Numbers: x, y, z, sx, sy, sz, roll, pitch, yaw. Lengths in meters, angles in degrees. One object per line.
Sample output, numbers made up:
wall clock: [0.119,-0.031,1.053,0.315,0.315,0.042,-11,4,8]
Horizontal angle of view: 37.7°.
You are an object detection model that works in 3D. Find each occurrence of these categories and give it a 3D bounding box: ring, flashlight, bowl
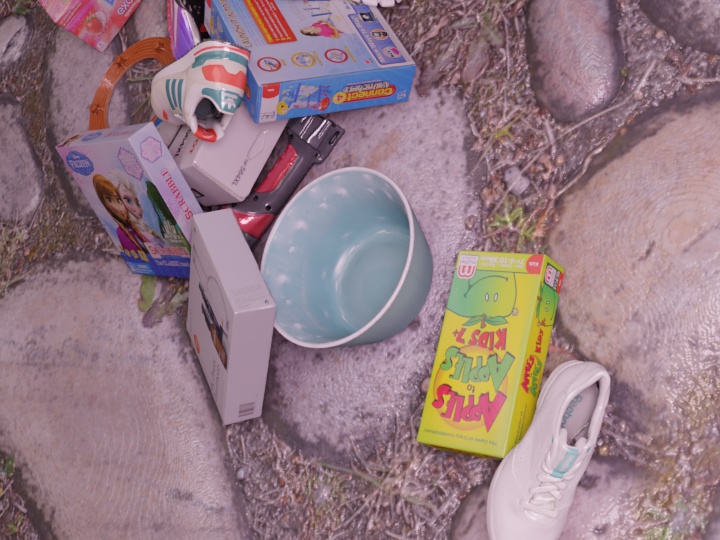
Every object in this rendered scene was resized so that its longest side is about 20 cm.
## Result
ring: [-0.337,-0.259,1.567,0.200,0.019,0.202,-15,64,32]
flashlight: [-0.109,-0.114,1.302,0.200,0.068,0.068,-55,47,7]
bowl: [0.000,0.000,1.146,0.200,0.105,0.202,-16,63,32]

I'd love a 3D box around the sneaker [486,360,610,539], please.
sneaker: [0.171,0.174,0.942,0.075,0.088,0.201,21,83,-4]

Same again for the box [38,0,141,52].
box: [-0.395,-0.459,1.639,0.200,0.102,0.095,-49,50,9]

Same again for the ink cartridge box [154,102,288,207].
ink cartridge box: [-0.193,-0.160,1.326,0.200,0.084,0.147,-3,56,54]

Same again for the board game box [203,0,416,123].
board game box: [-0.064,-0.270,1.257,0.056,0.195,0.201,102,149,-46]

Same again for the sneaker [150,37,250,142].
sneaker: [-0.189,-0.186,1.196,0.199,0.070,0.094,-20,63,54]

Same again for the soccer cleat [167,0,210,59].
soccer cleat: [-0.240,-0.335,1.452,0.073,0.068,0.201,-18,92,33]

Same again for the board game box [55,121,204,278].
board game box: [-0.272,-0.083,1.313,0.199,0.200,0.041,2,37,50]

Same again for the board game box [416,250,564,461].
board game box: [0.130,0.083,1.050,0.101,0.048,0.201,4,74,38]

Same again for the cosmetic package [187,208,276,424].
cosmetic package: [-0.151,0.054,1.197,0.201,0.051,0.151,102,150,-45]

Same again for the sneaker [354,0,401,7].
sneaker: [-0.039,-0.375,1.263,0.087,0.199,0.075,102,164,-48]
